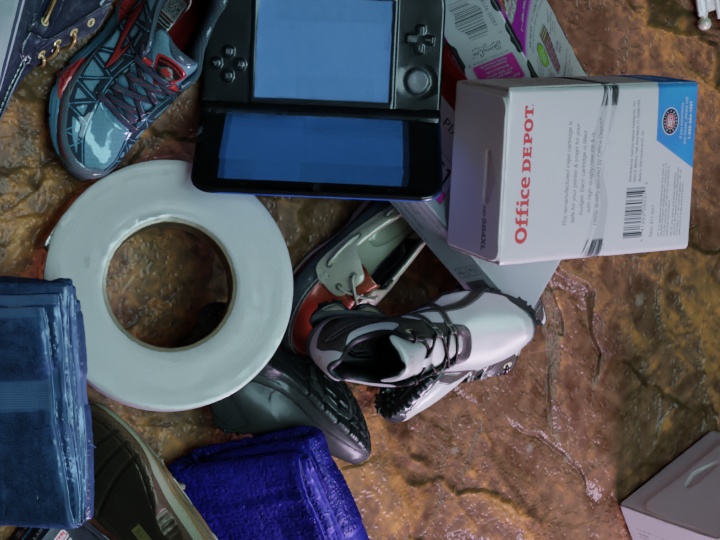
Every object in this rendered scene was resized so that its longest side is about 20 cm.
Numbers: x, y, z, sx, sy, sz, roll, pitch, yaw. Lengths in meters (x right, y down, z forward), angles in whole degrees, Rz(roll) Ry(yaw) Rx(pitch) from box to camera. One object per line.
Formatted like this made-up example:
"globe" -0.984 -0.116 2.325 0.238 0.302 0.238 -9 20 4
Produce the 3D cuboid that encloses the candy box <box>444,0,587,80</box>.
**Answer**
"candy box" 0.132 -0.200 1.587 0.200 0.061 0.137 57 27 -27

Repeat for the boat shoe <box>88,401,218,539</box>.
"boat shoe" -0.174 0.190 1.483 0.200 0.072 0.076 59 21 -4

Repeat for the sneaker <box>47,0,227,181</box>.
"sneaker" -0.173 -0.160 1.408 0.079 0.095 0.200 33 80 -32

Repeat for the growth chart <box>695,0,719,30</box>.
"growth chart" 0.403 -0.316 1.816 0.200 0.018 0.145 -11 104 -32

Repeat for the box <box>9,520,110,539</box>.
"box" -0.255 0.308 1.468 0.159 0.046 0.200 46 73 -31

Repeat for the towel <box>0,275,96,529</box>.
"towel" -0.264 0.103 1.393 0.049 0.111 0.201 -41 130 -69

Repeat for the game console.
"game console" -0.031 -0.148 1.442 0.199 0.118 0.171 2 97 -2

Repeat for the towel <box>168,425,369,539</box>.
"towel" -0.066 0.234 1.532 0.050 0.147 0.200 -68 140 -61

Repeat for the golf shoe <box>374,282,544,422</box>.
"golf shoe" 0.100 0.077 1.639 0.200 0.078 0.095 -46 120 -17

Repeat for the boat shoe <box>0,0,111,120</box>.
"boat shoe" -0.245 -0.180 1.369 0.091 0.071 0.201 18 86 -31

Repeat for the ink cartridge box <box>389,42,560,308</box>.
"ink cartridge box" 0.111 -0.081 1.579 0.200 0.044 0.174 48 56 -24

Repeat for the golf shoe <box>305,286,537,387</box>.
"golf shoe" 0.055 0.067 1.514 0.199 0.095 0.078 -7 113 -4

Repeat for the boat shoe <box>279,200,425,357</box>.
"boat shoe" 0.000 0.000 1.575 0.200 0.063 0.071 -49 123 -15

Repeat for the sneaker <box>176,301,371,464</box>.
"sneaker" -0.078 0.109 1.531 0.200 0.076 0.091 37 112 -18

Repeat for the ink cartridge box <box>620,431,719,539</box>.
"ink cartridge box" 0.387 0.295 1.839 0.147 0.146 0.200 -33 115 -25

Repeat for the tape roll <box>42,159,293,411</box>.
"tape roll" -0.154 0.012 1.437 0.202 0.037 0.203 1 84 -10

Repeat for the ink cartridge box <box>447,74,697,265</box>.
"ink cartridge box" 0.178 -0.089 1.511 0.200 0.084 0.146 -4 103 -29
